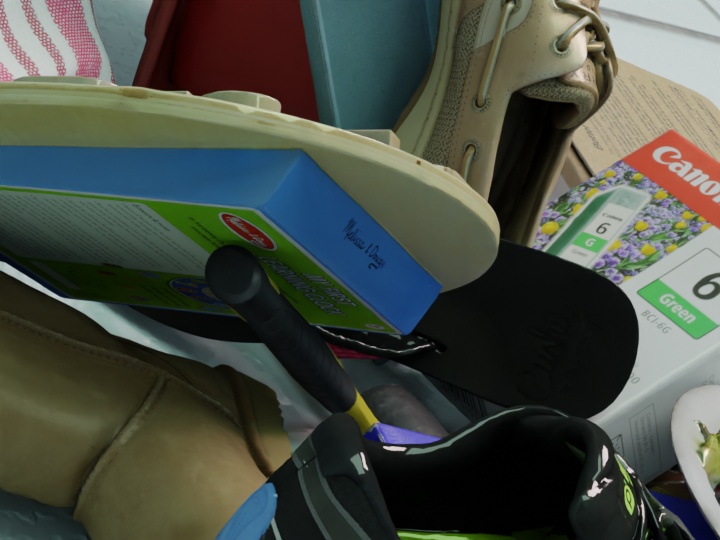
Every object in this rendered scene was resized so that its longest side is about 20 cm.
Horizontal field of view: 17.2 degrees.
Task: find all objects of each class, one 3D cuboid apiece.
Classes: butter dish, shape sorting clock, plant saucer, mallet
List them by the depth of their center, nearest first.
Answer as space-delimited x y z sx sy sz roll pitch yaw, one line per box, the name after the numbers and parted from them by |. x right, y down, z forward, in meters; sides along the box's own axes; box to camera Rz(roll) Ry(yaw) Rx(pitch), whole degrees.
-0.058 -0.021 0.707 0.200 0.039 0.200 10 -13 2 | shape sorting clock
-0.011 0.034 0.747 0.066 0.041 0.200 51 -1 37 | mallet
0.010 -0.065 0.885 0.070 0.200 0.019 -32 38 -34 | plant saucer
0.019 -0.127 0.958 0.148 0.200 0.199 27 22 12 | butter dish

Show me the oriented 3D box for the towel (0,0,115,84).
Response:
-0.142 -0.118 0.760 0.200 0.030 0.146 -20 98 -64 | towel

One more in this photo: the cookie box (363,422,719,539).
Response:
0.090 0.146 0.731 0.200 0.075 0.171 17 30 -37 | cookie box

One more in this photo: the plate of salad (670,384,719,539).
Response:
0.190 0.101 0.803 0.200 0.048 0.200 30 23 -14 | plate of salad

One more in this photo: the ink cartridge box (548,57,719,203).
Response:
0.126 -0.021 1.091 0.165 0.075 0.200 18 30 -34 | ink cartridge box

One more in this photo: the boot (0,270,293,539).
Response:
-0.110 0.045 0.664 0.200 0.066 0.175 27 13 -24 | boot

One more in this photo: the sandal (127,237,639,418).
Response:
0.000 0.000 0.819 0.200 0.075 0.045 16 -1 3 | sandal

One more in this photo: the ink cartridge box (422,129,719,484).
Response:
0.128 0.002 0.910 0.200 0.050 0.109 -31 44 -18 | ink cartridge box

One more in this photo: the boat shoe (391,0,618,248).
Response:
0.065 -0.076 0.873 0.064 0.200 0.071 22 2 38 | boat shoe

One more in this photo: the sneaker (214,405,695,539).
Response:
0.060 0.082 0.616 0.199 0.083 0.071 14 32 -27 | sneaker

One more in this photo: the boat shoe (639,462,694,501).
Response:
0.170 0.099 0.932 0.200 0.072 0.068 10 36 -47 | boat shoe
